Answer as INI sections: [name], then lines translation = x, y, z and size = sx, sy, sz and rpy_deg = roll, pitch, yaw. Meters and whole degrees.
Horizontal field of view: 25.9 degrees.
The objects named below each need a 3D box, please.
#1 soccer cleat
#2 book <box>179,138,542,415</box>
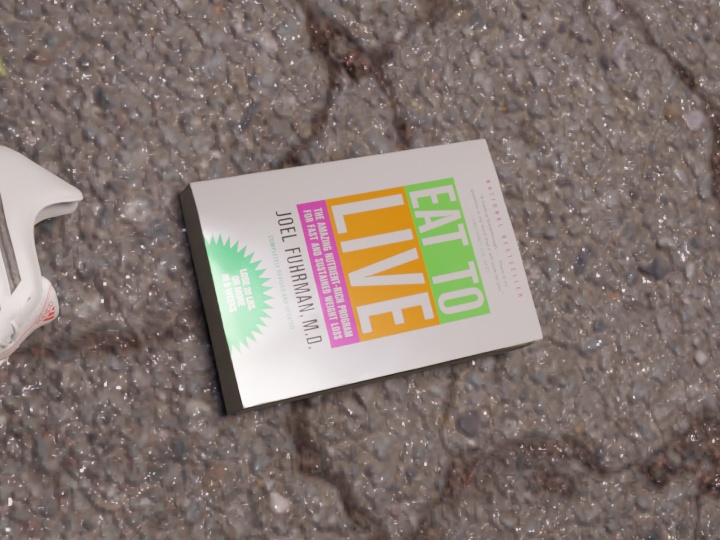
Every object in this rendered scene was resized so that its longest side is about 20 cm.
[soccer cleat]
translation = -0.206, 0.030, 0.826
size = 0.084, 0.069, 0.203
rpy_deg = 19, 70, -17
[book]
translation = 0.000, 0.000, 0.942
size = 0.198, 0.048, 0.135
rpy_deg = -11, 83, -24
